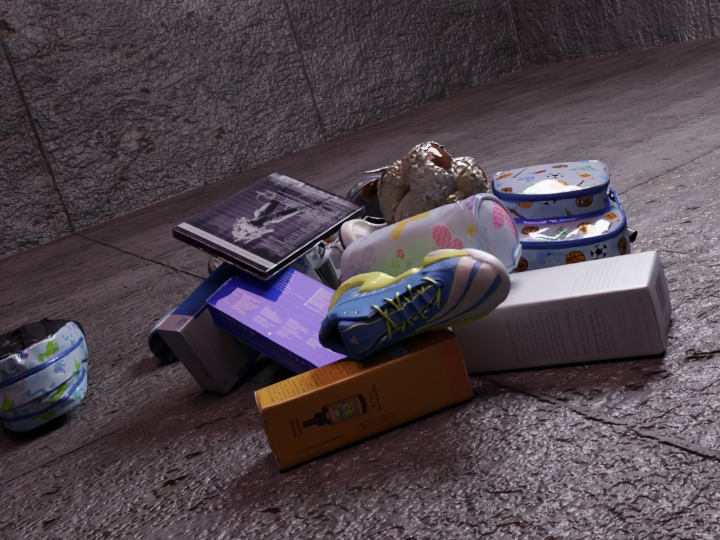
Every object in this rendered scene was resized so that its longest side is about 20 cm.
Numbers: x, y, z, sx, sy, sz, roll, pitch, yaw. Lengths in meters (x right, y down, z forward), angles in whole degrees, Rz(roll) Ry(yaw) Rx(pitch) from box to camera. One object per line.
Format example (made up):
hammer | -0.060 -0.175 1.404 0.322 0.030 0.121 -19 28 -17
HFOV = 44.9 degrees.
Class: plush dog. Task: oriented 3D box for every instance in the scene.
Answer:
plush dog | 0.087 -0.054 1.134 0.159 0.174 0.200 -19 -11 24

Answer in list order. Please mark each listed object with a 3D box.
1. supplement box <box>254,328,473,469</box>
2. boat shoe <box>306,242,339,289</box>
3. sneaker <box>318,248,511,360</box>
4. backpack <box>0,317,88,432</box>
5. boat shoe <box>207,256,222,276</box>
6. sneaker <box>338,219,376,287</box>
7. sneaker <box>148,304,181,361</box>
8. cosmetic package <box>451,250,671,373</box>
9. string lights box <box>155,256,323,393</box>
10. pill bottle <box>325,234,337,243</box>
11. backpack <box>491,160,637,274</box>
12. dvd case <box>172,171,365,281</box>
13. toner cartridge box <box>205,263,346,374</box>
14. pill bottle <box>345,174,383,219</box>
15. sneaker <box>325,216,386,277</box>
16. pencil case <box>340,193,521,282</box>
supplement box | 0.002 0.117 0.832 0.198 0.067 0.069 -19 15 -11
boat shoe | -0.072 -0.026 1.196 0.066 0.201 0.074 1 51 28
sneaker | 0.042 0.043 0.812 0.199 0.076 0.105 -16 23 39
backpack | -0.434 0.132 1.154 0.162 0.155 0.200 -20 -7 -20
boat shoe | -0.148 0.002 1.379 0.198 0.074 0.076 -8 39 -25
sneaker | 0.000 0.000 1.132 0.084 0.076 0.200 -21 -27 15
sneaker | -0.211 0.060 1.253 0.198 0.076 0.077 -19 19 -11
cosmetic package | 0.199 0.043 0.870 0.198 0.075 0.102 -11 15 28
string lights box | -0.144 0.043 1.081 0.059 0.103 0.200 -1 40 48
pill bottle | -0.146 -0.038 1.465 0.198 0.114 0.113 -20 15 -15
backpack | 0.227 -0.040 1.011 0.198 0.155 0.191 -11 26 12
dvd case | -0.109 -0.060 1.074 0.148 0.016 0.200 23 38 27
toner cartridge box | -0.070 0.057 0.974 0.199 0.043 0.095 26 56 32
pill bottle | 0.028 -0.100 1.451 0.111 0.113 0.200 -15 7 6
sneaker | -0.007 -0.047 1.327 0.198 0.083 0.075 -18 14 3
pencil case | 0.072 -0.014 0.936 0.199 0.091 0.083 -20 12 38
